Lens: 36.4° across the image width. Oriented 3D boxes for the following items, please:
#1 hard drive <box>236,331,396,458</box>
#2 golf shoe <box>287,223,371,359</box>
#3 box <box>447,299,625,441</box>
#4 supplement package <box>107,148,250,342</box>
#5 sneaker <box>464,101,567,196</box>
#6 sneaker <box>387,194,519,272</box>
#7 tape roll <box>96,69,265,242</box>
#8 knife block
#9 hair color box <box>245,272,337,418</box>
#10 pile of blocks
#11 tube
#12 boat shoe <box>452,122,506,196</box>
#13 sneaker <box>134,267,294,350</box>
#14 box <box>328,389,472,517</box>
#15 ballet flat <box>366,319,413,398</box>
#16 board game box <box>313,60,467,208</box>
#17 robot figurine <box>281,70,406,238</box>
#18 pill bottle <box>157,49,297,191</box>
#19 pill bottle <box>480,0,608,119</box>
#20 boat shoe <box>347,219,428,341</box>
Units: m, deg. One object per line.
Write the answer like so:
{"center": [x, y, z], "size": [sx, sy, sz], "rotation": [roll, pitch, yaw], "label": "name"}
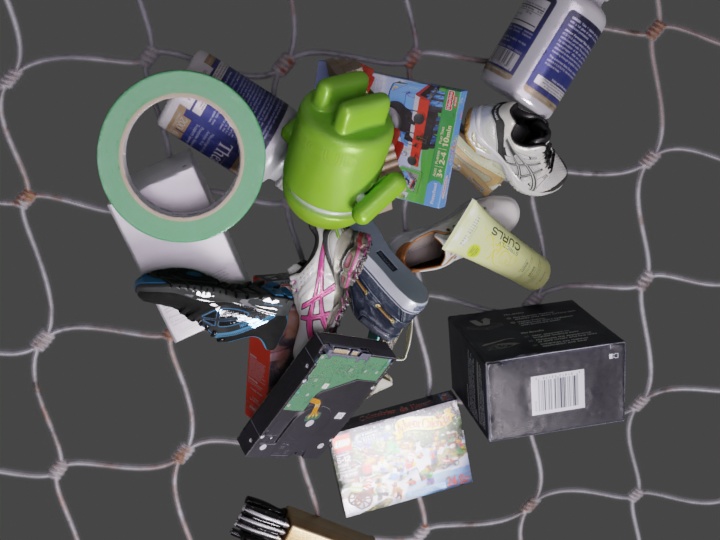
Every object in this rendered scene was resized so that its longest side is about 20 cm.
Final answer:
{"center": [-0.058, 0.168, 1.446], "size": [0.139, 0.038, 0.201], "rotation": [10, 125, -46], "label": "hard drive"}
{"center": [-0.056, 0.027, 1.427], "size": [0.091, 0.073, 0.202], "rotation": [22, 108, 4], "label": "golf shoe"}
{"center": [0.240, 0.133, 1.518], "size": [0.193, 0.200, 0.119], "rotation": [-7, 107, -9], "label": "box"}
{"center": [-0.230, -0.035, 1.419], "size": [0.120, 0.120, 0.202], "rotation": [-23, 110, -3], "label": "supplement package"}
{"center": [0.226, -0.158, 1.450], "size": [0.199, 0.087, 0.077], "rotation": [25, 64, -40], "label": "sneaker"}
{"center": [0.138, -0.042, 1.510], "size": [0.198, 0.085, 0.074], "rotation": [-24, 108, -5], "label": "sneaker"}
{"center": [-0.212, -0.136, 1.307], "size": [0.197, 0.048, 0.204], "rotation": [-1, 100, -7], "label": "tape roll"}
{"center": [-0.086, 0.385, 1.599], "size": [0.197, 0.064, 0.178], "rotation": [-21, 110, -5], "label": "knife block"}
{"center": [-0.093, 0.106, 1.499], "size": [0.110, 0.064, 0.203], "rotation": [-6, 108, -35], "label": "hair color box"}
{"center": [0.015, -0.177, 1.384], "size": [0.061, 0.082, 0.203], "rotation": [-19, 101, -8], "label": "pile of blocks"}
{"center": [0.189, -0.027, 1.498], "size": [0.199, 0.051, 0.059], "rotation": [29, 55, -44], "label": "tube"}
{"center": [0.114, -0.164, 1.481], "size": [0.199, 0.072, 0.076], "rotation": [33, 109, -18], "label": "boat shoe"}
{"center": [-0.183, 0.050, 1.351], "size": [0.197, 0.073, 0.083], "rotation": [11, 106, -14], "label": "sneaker"}
{"center": [0.057, 0.269, 1.608], "size": [0.197, 0.038, 0.139], "rotation": [-15, 108, -7], "label": "box"}
{"center": [0.029, 0.119, 1.548], "size": [0.075, 0.068, 0.202], "rotation": [24, 97, -26], "label": "ballet flat"}
{"center": [0.028, -0.178, 1.425], "size": [0.197, 0.037, 0.154], "rotation": [15, 105, 18], "label": "board game box"}
{"center": [-0.029, -0.134, 1.290], "size": [0.115, 0.176, 0.202], "rotation": [-21, 145, -35], "label": "robot figurine"}
{"center": [-0.148, -0.180, 1.389], "size": [0.198, 0.111, 0.112], "rotation": [31, 98, -12], "label": "pill bottle"}
{"center": [0.253, -0.312, 1.439], "size": [0.110, 0.111, 0.202], "rotation": [29, 99, -17], "label": "pill bottle"}
{"center": [0.000, 0.000, 1.479], "size": [0.201, 0.070, 0.091], "rotation": [51, 127, 17], "label": "boat shoe"}
